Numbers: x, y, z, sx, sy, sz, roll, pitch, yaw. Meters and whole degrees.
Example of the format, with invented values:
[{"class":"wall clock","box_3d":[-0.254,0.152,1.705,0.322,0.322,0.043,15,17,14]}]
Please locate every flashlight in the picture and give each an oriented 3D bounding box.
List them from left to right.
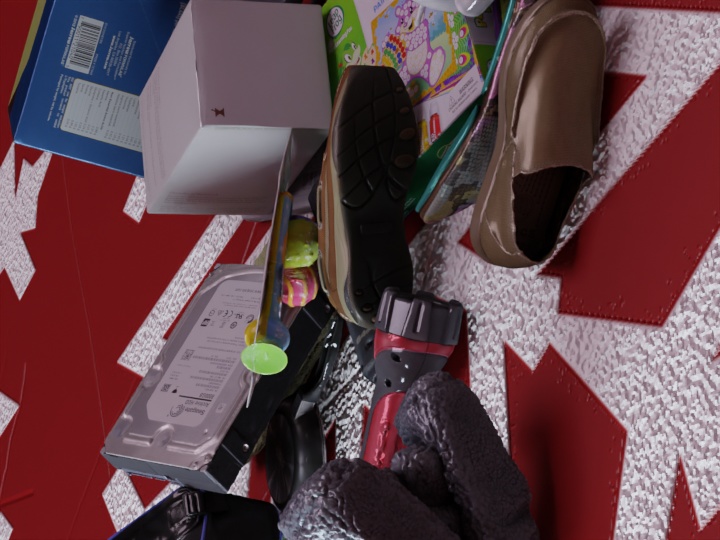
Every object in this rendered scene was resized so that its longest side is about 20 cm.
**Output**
[{"class":"flashlight","box_3d":[0.028,0.116,1.511,0.068,0.068,0.201,14,95,29]}]

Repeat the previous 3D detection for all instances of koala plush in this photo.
[{"class":"koala plush","box_3d":[0.011,0.203,1.378,0.200,0.177,0.184,-32,94,46]}]

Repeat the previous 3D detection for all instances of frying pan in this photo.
[{"class":"frying pan","box_3d":[-0.043,0.134,1.648,0.190,0.031,0.115,116,148,-49]}]

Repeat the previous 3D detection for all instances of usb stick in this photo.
[{"class":"usb stick","box_3d":[0.000,0.000,1.619,0.055,0.033,0.201,-41,49,29]}]

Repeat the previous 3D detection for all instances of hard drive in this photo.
[{"class":"hard drive","box_3d":[-0.115,0.083,1.647,0.139,0.038,0.201,4,56,46]}]

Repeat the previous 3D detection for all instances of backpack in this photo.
[{"class":"backpack","box_3d":[-0.141,0.292,1.663,0.200,0.146,0.184,-31,48,43]}]

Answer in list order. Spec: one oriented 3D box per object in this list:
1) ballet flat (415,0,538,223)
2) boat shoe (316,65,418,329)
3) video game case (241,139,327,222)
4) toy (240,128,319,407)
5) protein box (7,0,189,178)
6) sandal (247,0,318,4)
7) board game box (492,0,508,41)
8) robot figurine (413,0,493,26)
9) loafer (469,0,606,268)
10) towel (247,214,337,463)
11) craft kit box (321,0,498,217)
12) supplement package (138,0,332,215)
[{"class":"ballet flat","box_3d":[0.107,-0.112,1.440,0.069,0.071,0.201,-66,0,-72]},{"class":"boat shoe","box_3d":[-0.005,-0.057,1.546,0.074,0.075,0.201,7,96,59]},{"class":"video game case","box_3d":[-0.045,-0.141,1.788,0.200,0.023,0.183,-7,74,62]},{"class":"toy","box_3d":[-0.055,0.000,1.584,0.116,0.047,0.201,99,-178,-46]},{"class":"protein box","box_3d":[-0.211,-0.202,1.909,0.135,0.199,0.200,-124,51,-68]},{"class":"sandal","box_3d":[-0.052,-0.258,1.804,0.200,0.043,0.076,-47,35,17]},{"class":"board game box","box_3d":[0.156,-0.261,1.447,0.200,0.032,0.121,-39,51,50]},{"class":"robot figurine","box_3d":[0.081,-0.264,1.438,0.200,0.112,0.170,-47,38,43]},{"class":"loafer","box_3d":[0.133,-0.091,1.386,0.067,0.076,0.201,38,121,57]},{"class":"towel","box_3d":[-0.081,0.063,1.765,0.200,0.036,0.149,-59,33,34]},{"class":"craft kit box","box_3d":[0.041,-0.170,1.591,0.200,0.048,0.198,-45,47,46]},{"class":"supplement package","box_3d":[-0.110,-0.135,1.713,0.200,0.117,0.118,134,133,-64]}]
